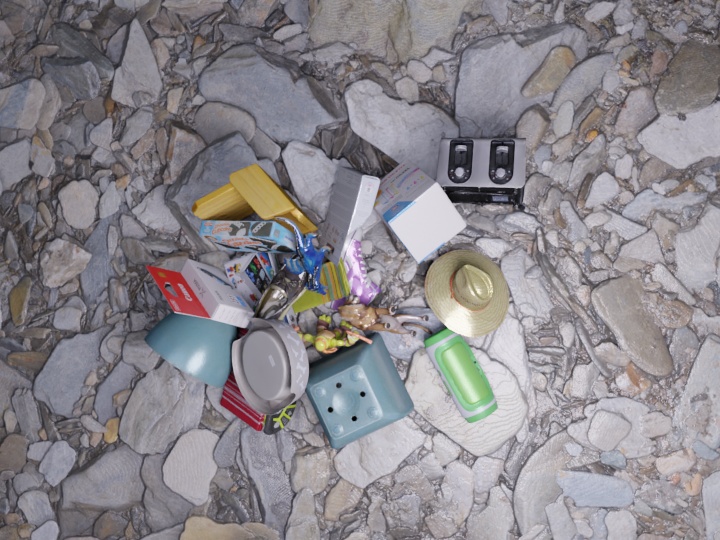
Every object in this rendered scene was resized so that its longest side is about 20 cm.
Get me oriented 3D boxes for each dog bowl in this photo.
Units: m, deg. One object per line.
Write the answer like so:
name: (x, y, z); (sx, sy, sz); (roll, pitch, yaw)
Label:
dog bowl: (-0.184, 0.191, 1.266); (0.200, 0.059, 0.201); (8, 102, 42)

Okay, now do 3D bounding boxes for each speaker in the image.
speaker: (0.216, 0.223, 1.333); (0.088, 0.088, 0.200); (-29, 84, 5)

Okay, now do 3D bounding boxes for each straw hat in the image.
straw hat: (0.240, 0.034, 1.307); (0.200, 0.085, 0.202); (2, 71, -5)

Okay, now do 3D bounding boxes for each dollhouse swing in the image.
dollhouse swing: (-0.228, -0.111, 1.337); (0.176, 0.200, 0.182); (-42, 77, 1)

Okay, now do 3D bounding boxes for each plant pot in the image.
plant pot: (-0.351, 0.146, 1.358); (0.200, 0.200, 0.135); (32, 84, 8)
plant pot: (-0.014, 0.263, 1.302); (0.195, 0.200, 0.197); (-26, 85, 5)

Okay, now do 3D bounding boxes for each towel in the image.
towel: (-0.113, 0.041, 1.376); (0.200, 0.018, 0.086); (-20, 79, 30)
towel: (-0.246, 0.243, 1.380); (0.144, 0.022, 0.201); (23, 101, 36)

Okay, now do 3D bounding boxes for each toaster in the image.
toaster: (0.261, -0.204, 1.302); (0.180, 0.200, 0.119); (4, 84, 15)

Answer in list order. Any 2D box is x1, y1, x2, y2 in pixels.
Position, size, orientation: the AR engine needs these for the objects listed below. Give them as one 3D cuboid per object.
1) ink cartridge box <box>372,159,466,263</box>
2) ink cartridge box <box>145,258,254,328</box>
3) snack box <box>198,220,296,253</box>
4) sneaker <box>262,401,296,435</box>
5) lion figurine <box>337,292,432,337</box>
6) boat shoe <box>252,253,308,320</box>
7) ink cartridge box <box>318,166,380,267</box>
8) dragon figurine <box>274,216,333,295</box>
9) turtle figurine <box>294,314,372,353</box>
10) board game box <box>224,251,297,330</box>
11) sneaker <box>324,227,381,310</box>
ink cartridge box: (0.107, -0.133, 1.309); (0.128, 0.200, 0.125); (-39, 121, 3)
ink cartridge box: (-0.346, 0.040, 1.325); (0.200, 0.176, 0.045); (42, 106, 44)
snack box: (-0.235, -0.072, 1.330); (0.199, 0.116, 0.037); (3, 75, 30)
sneaker: (-0.192, 0.272, 1.400); (0.076, 0.075, 0.201); (14, 92, 38)
lion figurine: (0.053, 0.110, 1.339); (0.122, 0.200, 0.073); (-5, 65, 47)
boat shoe: (-0.166, 0.043, 1.336); (0.073, 0.065, 0.200); (29, 90, 9)
ink cartridge box: (-0.028, -0.120, 1.347); (0.057, 0.163, 0.201); (7, 103, -21)
dragon figurine: (-0.117, -0.025, 1.277); (0.059, 0.200, 0.100); (6, 63, 33)
turtle figurine: (-0.064, 0.145, 1.331); (0.199, 0.161, 0.065); (0, 99, 10)
board game box: (-0.228, 0.059, 1.407); (0.126, 0.035, 0.201); (-18, 85, 21)
sneaker: (0.000, 0.000, 1.382); (0.114, 0.073, 0.201); (16, 100, 4)
